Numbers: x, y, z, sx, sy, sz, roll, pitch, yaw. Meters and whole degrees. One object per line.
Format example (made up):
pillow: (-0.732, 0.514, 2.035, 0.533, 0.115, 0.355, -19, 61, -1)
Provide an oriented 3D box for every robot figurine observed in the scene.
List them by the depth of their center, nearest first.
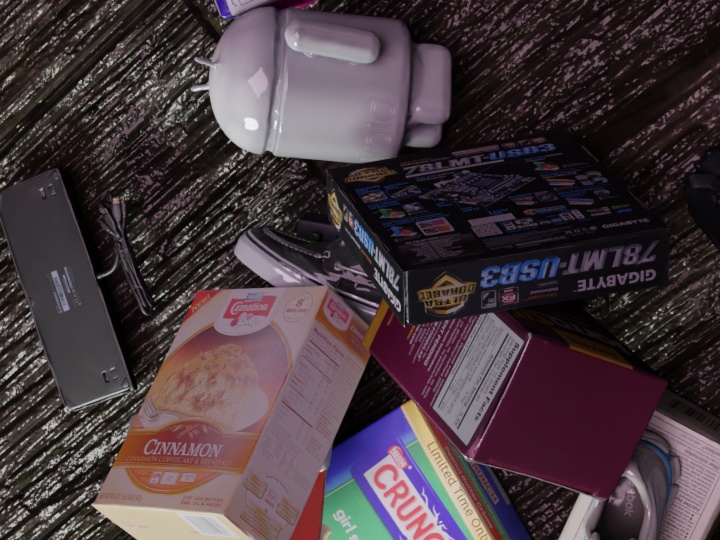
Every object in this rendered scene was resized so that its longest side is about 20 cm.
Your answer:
robot figurine: (-0.030, -0.142, 1.565, 0.198, 0.170, 0.114, 5, 63, -6)

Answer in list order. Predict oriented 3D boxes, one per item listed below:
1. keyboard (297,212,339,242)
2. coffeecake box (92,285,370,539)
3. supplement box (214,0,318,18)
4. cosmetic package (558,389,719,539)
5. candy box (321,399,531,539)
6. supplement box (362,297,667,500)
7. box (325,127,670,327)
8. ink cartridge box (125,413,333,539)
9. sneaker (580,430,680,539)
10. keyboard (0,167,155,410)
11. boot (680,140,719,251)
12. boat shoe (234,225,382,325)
keyboard: (0.041, -0.017, 1.625, 0.198, 0.021, 0.128, 10, 100, 20)
coffeecake box: (-0.095, 0.114, 1.565, 0.153, 0.073, 0.201, -3, 53, 44)
supplement box: (-0.020, -0.276, 1.574, 0.199, 0.101, 0.104, -21, 88, 23)
cosmetic package: (0.214, 0.198, 1.553, 0.105, 0.071, 0.201, 29, 106, 15)
candy box: (0.020, 0.217, 1.630, 0.199, 0.077, 0.170, -33, 82, 20)
supplement box: (0.107, 0.066, 1.478, 0.104, 0.130, 0.200, -64, 31, 12)
box: (0.094, -0.035, 1.465, 0.198, 0.199, 0.050, -10, 115, -15)
ink cartridge box: (-0.113, 0.172, 1.627, 0.199, 0.177, 0.045, -21, 133, 30)
sneaker: (0.183, 0.221, 1.484, 0.074, 0.087, 0.202, 7, 100, 19)
keyboard: (-0.231, 0.009, 1.730, 0.126, 0.021, 0.201, -19, 90, 27)
boot: (0.304, 0.007, 1.477, 0.073, 0.199, 0.163, -33, 53, -6)
boat shoe: (0.000, 0.000, 1.606, 0.199, 0.072, 0.071, 23, 103, 5)
